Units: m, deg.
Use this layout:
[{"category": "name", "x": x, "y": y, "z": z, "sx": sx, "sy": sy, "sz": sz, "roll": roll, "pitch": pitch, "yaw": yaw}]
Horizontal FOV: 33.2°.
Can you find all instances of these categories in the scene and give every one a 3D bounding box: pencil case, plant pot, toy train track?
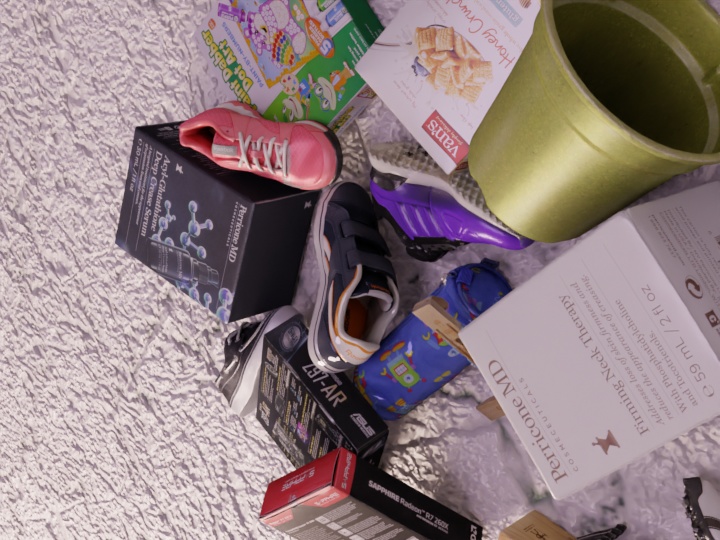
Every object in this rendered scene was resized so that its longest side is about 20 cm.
[{"category": "pencil case", "x": 0.071, "y": 0.070, "z": 1.193, "sx": 0.087, "sy": 0.078, "sz": 0.200, "roll": 42, "pitch": 129, "yaw": -5}, {"category": "plant pot", "x": 0.186, "y": -0.123, "z": 0.986, "sx": 0.201, "sy": 0.200, "sz": 0.184, "roll": 58, "pitch": 143, "yaw": 13}, {"category": "toy train track", "x": 0.128, "y": 0.081, "z": 1.119, "sx": 0.200, "sy": 0.033, "sz": 0.114, "roll": 39, "pitch": 135, "yaw": -22}]

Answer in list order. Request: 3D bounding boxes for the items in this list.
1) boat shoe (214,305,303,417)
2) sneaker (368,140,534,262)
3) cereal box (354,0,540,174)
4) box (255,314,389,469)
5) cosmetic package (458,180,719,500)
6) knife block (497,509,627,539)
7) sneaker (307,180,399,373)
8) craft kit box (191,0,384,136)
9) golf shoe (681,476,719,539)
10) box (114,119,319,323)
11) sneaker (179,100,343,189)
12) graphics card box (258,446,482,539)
[{"category": "boat shoe", "x": -0.121, "y": 0.090, "z": 1.353, "sx": 0.068, "sy": 0.072, "sz": 0.200, "roll": 43, "pitch": 145, "yaw": 11}, {"category": "sneaker", "x": 0.087, "y": -0.048, "z": 1.163, "sx": 0.200, "sy": 0.069, "sz": 0.100, "roll": 30, "pitch": 126, "yaw": 37}, {"category": "cereal box", "x": 0.103, "y": -0.206, "z": 1.095, "sx": 0.144, "sy": 0.039, "sz": 0.200, "roll": 50, "pitch": 118, "yaw": 14}, {"category": "box", "x": -0.046, "y": 0.163, "z": 1.288, "sx": 0.160, "sy": 0.043, "sz": 0.200, "roll": 49, "pitch": 154, "yaw": 22}, {"category": "cosmetic package", "x": 0.228, "y": 0.056, "z": 0.993, "sx": 0.200, "sy": 0.166, "sz": 0.168, "roll": -41, "pitch": 74, "yaw": 41}, {"category": "knife block", "x": 0.202, "y": 0.323, "z": 1.153, "sx": 0.175, "sy": 0.064, "sz": 0.201, "roll": 34, "pitch": 122, "yaw": 31}, {"category": "sneaker", "x": 0.000, "y": 0.000, "z": 1.206, "sx": 0.079, "sy": 0.078, "sz": 0.201, "roll": -19, "pitch": 62, "yaw": 49}, {"category": "craft kit box", "x": -0.071, "y": -0.232, "z": 1.264, "sx": 0.198, "sy": 0.048, "sz": 0.201, "roll": -44, "pitch": 72, "yaw": 42}, {"category": "golf shoe", "x": 0.346, "y": 0.252, "z": 1.015, "sx": 0.094, "sy": 0.078, "sz": 0.201, "roll": -29, "pitch": 59, "yaw": 3}, {"category": "box", "x": -0.163, "y": -0.059, "z": 1.346, "sx": 0.199, "sy": 0.107, "sz": 0.149, "roll": 31, "pitch": 119, "yaw": 30}, {"category": "sneaker", "x": -0.107, "y": -0.121, "z": 1.239, "sx": 0.199, "sy": 0.087, "sz": 0.074, "roll": 19, "pitch": 115, "yaw": 36}, {"category": "graphics card box", "x": 0.013, "y": 0.259, "z": 1.231, "sx": 0.200, "sy": 0.051, "sz": 0.125, "roll": 33, "pitch": 136, "yaw": -24}]
